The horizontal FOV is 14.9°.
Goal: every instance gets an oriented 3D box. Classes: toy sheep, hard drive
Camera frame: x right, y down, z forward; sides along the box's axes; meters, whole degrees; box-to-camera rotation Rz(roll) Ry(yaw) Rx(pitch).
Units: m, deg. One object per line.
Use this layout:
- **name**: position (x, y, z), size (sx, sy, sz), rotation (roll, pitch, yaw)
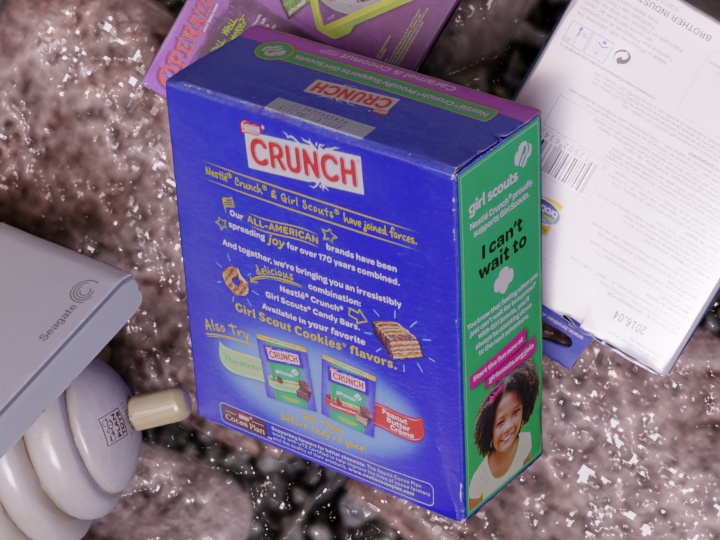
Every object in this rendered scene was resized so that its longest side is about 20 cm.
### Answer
- **toy sheep**: position (-0.180, 0.088, 1.422), size (0.200, 0.138, 0.138), rotation (-20, 96, 15)
- **hard drive**: position (-0.228, 0.021, 1.393), size (0.200, 0.132, 0.027), rotation (21, 144, 31)

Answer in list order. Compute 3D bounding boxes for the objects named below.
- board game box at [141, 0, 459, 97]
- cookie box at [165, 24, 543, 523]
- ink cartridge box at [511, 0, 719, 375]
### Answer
- **board game box**: position (-0.011, -0.149, 1.386), size (0.120, 0.032, 0.200), rotation (32, 104, 0)
- **cookie box**: position (0.000, 0.000, 1.335), size (0.171, 0.075, 0.200), rotation (20, 130, 30)
- **ink cartridge box**: position (0.129, -0.043, 1.360), size (0.136, 0.076, 0.200), rotation (31, 104, 6)
